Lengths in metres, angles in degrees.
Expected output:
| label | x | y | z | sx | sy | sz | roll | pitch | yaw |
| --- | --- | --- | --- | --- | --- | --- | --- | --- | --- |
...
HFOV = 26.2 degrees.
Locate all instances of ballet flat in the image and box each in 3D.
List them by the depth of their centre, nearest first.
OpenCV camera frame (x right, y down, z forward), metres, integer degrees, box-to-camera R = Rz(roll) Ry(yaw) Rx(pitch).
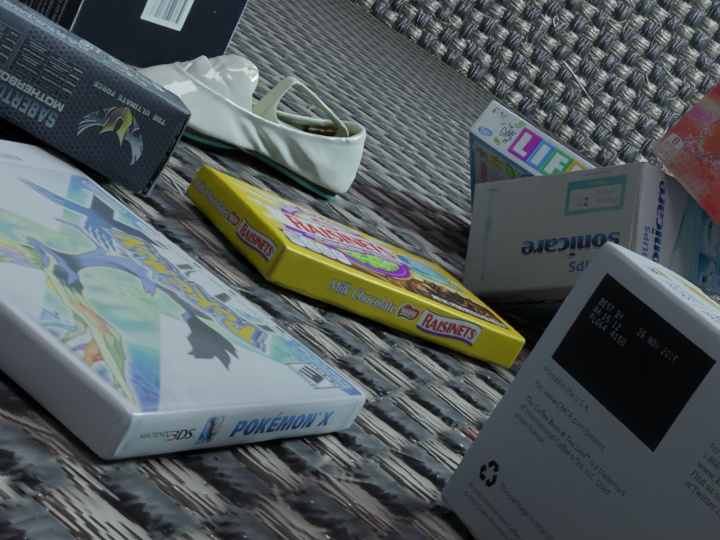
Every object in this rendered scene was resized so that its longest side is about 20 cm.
| label | x | y | z | sx | sy | sz | roll | pitch | yaw |
| --- | --- | --- | --- | --- | --- | --- | --- | --- | --- |
| ballet flat | -0.074 | -0.110 | 1.053 | 0.199 | 0.070 | 0.069 | 22 | 15 | -40 |

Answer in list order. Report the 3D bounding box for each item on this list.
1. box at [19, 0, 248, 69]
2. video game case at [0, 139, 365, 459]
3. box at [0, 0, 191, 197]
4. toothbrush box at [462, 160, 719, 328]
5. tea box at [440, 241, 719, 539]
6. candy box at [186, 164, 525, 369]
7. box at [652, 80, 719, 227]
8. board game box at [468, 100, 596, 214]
| label | x | y | z | sx | sy | sz | roll | pitch | yaw |
| --- | --- | --- | --- | --- | --- | --- | --- | --- | --- |
| box | -0.195 | -0.217 | 1.041 | 0.182 | 0.104 | 0.200 | 30 | 10 | 20 |
| video game case | -0.112 | 0.002 | 0.605 | 0.200 | 0.022 | 0.182 | 37 | 13 | 22 |
| box | -0.183 | -0.111 | 0.771 | 0.199 | 0.051 | 0.158 | 29 | 3 | -13 |
| toothbrush box | 0.190 | -0.001 | 1.088 | 0.146 | 0.086 | 0.199 | -6 | -18 | 45 |
| tea box | 0.177 | 0.114 | 0.615 | 0.196 | 0.134 | 0.200 | 22 | 16 | -38 |
| candy box | 0.000 | 0.000 | 0.892 | 0.200 | 0.026 | 0.102 | 22 | 12 | -42 |
| box | 0.297 | -0.042 | 1.006 | 0.200 | 0.095 | 0.103 | 50 | 25 | 10 |
| board game box | 0.152 | -0.049 | 1.264 | 0.134 | 0.034 | 0.200 | 35 | -13 | 15 |
